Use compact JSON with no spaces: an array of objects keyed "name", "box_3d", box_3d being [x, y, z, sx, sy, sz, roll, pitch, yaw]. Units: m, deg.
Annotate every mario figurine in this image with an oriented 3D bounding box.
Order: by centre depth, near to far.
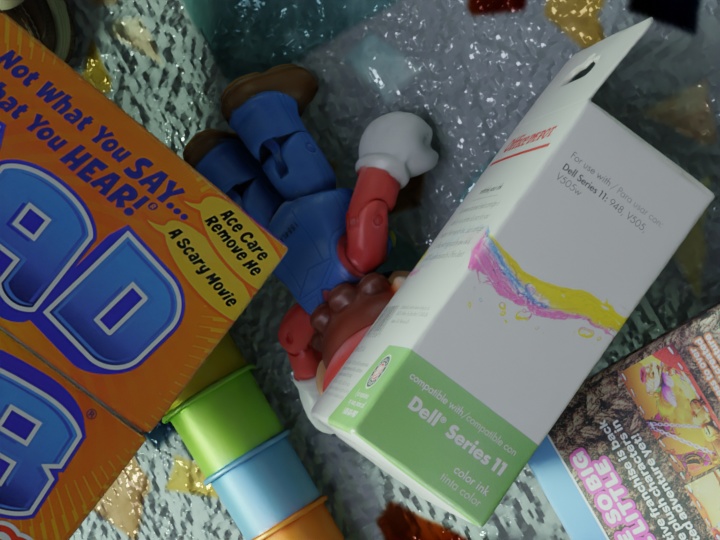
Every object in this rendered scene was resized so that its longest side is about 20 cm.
[{"name":"mario figurine","box_3d":[0.000,0.000,0.830,0.200,0.106,0.123,58,164,21]}]

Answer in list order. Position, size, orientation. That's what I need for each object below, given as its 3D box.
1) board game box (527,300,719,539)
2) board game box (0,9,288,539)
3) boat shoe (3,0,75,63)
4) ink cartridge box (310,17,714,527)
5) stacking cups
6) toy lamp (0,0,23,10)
[{"name":"board game box","box_3d":[0.190,0.078,0.687,0.200,0.097,0.160,-34,83,37]},{"name":"board game box","box_3d":[-0.192,0.000,0.767,0.200,0.200,0.200,40,172,-19]},{"name":"boat shoe","box_3d":[-0.244,-0.171,0.938,0.202,0.075,0.075,43,124,18]},{"name":"ink cartridge box","box_3d":[0.070,0.000,0.703,0.067,0.117,0.200,37,84,-7]},{"name":"stacking cups","box_3d":[-0.046,0.111,0.895,0.060,0.060,0.200,-38,84,36]},{"name":"toy lamp","box_3d":[-0.136,-0.160,0.851,0.200,0.058,0.058,-24,89,20]}]
